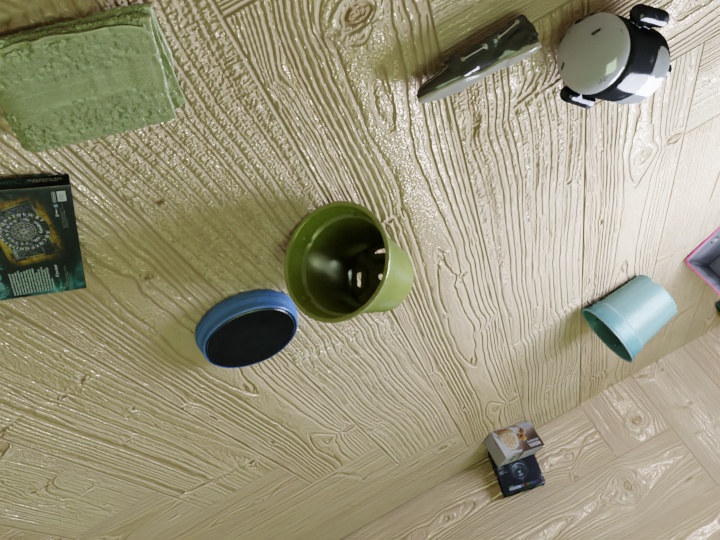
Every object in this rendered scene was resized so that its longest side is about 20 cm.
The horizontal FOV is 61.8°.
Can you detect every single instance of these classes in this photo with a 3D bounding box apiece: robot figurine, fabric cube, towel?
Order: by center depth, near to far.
[{"bbox_3d":[-0.309,-0.214,0.680,0.199,0.037,0.149,-21,145,-13],"label":"towel"},{"bbox_3d":[0.402,-0.334,0.951,0.199,0.125,0.151,-1,107,-34],"label":"robot figurine"},{"bbox_3d":[1.144,-0.021,1.789,0.199,0.200,0.197,6,132,-42],"label":"fabric cube"}]

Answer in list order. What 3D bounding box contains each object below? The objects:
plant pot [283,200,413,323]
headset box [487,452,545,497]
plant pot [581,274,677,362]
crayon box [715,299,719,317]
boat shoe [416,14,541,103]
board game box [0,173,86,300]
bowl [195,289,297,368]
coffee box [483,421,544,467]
[{"bbox_3d":[0.000,0.000,1.050,0.200,0.201,0.184,-40,154,16],"label":"plant pot"},{"bbox_3d":[0.628,0.793,2.441,0.173,0.201,0.093,-17,150,0],"label":"headset box"},{"bbox_3d":[0.791,0.129,1.750,0.196,0.200,0.200,-39,145,1],"label":"plant pot"},{"bbox_3d":[1.446,0.136,2.319,0.127,0.051,0.200,-39,143,14],"label":"crayon box"},{"bbox_3d":[0.166,-0.310,0.886,0.199,0.057,0.067,-25,-179,1],"label":"boat shoe"},{"bbox_3d":[-0.450,-0.040,0.805,0.135,0.028,0.201,-9,141,-25],"label":"board game box"},{"bbox_3d":[-0.214,0.119,1.158,0.200,0.039,0.201,-18,144,-14],"label":"bowl"},{"bbox_3d":[0.602,0.680,2.358,0.199,0.115,0.080,-7,139,-27],"label":"coffee box"}]
